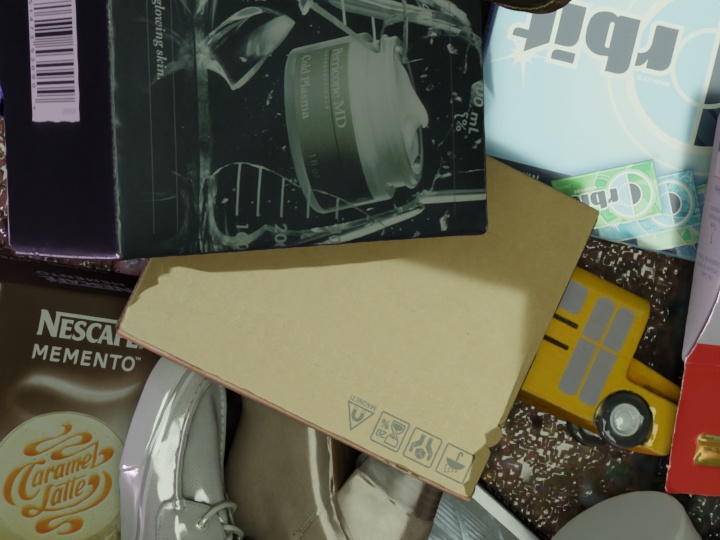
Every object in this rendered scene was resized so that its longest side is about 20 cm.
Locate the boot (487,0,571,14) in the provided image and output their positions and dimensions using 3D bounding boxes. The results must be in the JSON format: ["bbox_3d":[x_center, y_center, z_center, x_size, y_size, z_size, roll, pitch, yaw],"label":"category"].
[{"bbox_3d":[0.013,-0.185,1.378,0.199,0.097,0.075,20,100,18],"label":"boot"}]

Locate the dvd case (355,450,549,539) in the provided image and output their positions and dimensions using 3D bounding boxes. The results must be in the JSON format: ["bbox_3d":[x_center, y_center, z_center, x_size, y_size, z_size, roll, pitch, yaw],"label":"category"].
[{"bbox_3d":[0.045,0.195,1.488,0.200,0.025,0.150,42,96,-5],"label":"dvd case"}]

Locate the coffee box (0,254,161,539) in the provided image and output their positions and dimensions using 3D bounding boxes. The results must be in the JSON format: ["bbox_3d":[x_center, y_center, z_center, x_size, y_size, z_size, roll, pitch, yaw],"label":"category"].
[{"bbox_3d":[-0.172,0.100,1.430,0.114,0.080,0.202,8,99,-27],"label":"coffee box"}]

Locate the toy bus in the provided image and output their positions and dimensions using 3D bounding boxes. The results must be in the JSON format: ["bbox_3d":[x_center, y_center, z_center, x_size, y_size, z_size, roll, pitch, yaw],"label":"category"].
[{"bbox_3d":[0.081,0.028,1.426,0.199,0.065,0.079,25,83,-10],"label":"toy bus"}]

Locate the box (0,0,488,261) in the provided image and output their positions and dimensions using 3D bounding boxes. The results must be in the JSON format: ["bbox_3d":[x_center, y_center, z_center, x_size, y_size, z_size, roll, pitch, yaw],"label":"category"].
[{"bbox_3d":[-0.055,-0.110,1.253,0.195,0.124,0.202,-5,95,-32],"label":"box"}]

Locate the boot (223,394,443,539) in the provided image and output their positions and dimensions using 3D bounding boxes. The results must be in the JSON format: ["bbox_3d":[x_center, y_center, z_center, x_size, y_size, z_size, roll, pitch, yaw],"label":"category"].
[{"bbox_3d":[-0.049,0.112,1.444,0.200,0.070,0.147,43,106,21],"label":"boot"}]

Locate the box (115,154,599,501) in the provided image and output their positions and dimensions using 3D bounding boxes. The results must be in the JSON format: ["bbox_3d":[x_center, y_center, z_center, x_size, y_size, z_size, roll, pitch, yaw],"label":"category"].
[{"bbox_3d":[0.000,0.000,1.366,0.199,0.021,0.164,26,84,-5],"label":"box"}]

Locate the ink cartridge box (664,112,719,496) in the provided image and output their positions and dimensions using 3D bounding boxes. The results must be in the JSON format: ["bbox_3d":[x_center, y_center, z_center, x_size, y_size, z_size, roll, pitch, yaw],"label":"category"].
[{"bbox_3d":[0.248,0.026,1.387,0.160,0.050,0.202,6,97,-15],"label":"ink cartridge box"}]

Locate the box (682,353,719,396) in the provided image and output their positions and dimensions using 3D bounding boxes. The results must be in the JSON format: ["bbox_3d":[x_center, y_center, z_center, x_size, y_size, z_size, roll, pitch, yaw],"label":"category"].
[{"bbox_3d":[0.279,0.008,1.434,0.198,0.036,0.144,10,98,-15],"label":"box"}]

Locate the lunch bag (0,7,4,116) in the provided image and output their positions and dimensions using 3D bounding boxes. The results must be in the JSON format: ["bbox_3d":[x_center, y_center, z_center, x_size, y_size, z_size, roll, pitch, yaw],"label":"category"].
[{"bbox_3d":[-0.234,-0.148,1.353,0.169,0.200,0.125,22,97,-4],"label":"lunch bag"}]

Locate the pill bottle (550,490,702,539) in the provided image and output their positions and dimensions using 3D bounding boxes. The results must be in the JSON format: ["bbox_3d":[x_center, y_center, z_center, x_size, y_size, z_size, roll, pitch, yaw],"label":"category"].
[{"bbox_3d":[0.170,0.219,1.423,0.110,0.111,0.201,-26,114,3],"label":"pill bottle"}]

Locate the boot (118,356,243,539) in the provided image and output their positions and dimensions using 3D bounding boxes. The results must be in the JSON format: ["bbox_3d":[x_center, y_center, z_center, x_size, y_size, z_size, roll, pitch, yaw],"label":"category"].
[{"bbox_3d":[-0.073,0.144,1.395,0.095,0.073,0.202,17,108,26],"label":"boot"}]

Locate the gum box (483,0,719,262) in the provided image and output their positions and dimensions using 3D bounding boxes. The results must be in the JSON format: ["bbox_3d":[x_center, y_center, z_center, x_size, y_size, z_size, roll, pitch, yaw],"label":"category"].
[{"bbox_3d":[0.149,-0.115,1.435,0.169,0.045,0.202,14,99,-2],"label":"gum box"}]
